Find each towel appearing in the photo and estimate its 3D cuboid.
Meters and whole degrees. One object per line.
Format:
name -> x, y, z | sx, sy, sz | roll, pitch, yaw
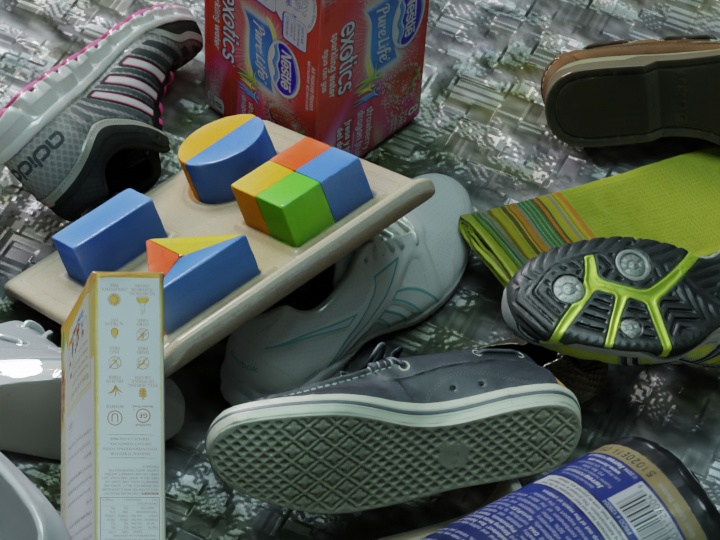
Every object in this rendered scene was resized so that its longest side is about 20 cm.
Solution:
towel -> 0.158, -0.026, 1.547 | 0.200, 0.018, 0.086 | -17, 52, -31

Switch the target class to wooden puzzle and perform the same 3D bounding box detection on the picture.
wooden puzzle -> -0.084, -0.026, 1.451 | 0.185, 0.046, 0.200 | -35, 27, -22

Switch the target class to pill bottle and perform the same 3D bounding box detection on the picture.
pill bottle -> 0.073, 0.166, 1.268 | 0.200, 0.112, 0.112 | -24, 55, -23

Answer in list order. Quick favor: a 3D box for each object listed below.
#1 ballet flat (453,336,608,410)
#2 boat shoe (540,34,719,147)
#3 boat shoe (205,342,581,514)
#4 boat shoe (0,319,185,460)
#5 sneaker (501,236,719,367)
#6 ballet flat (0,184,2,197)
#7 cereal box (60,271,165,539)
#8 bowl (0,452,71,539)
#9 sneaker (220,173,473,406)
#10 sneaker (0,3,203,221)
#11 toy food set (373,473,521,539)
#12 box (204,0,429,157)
ballet flat -> 0.045, 0.068, 1.454 | 0.200, 0.046, 0.067 | -14, 50, -17
boat shoe -> 0.208, -0.113, 1.609 | 0.200, 0.072, 0.068 | 4, 25, 0
boat shoe -> 0.014, 0.078, 1.385 | 0.200, 0.075, 0.062 | -6, 39, -17
boat shoe -> -0.193, 0.058, 1.435 | 0.200, 0.072, 0.069 | -3, 48, 5
sneaker -> 0.167, 0.028, 1.463 | 0.200, 0.076, 0.076 | 0, 60, -22
ballet flat -> -0.245, -0.052, 1.520 | 0.071, 0.069, 0.200 | -26, 51, -6
cereal box -> -0.119, 0.111, 1.285 | 0.039, 0.144, 0.200 | 1, 79, -13
bowl -> -0.234, 0.154, 1.288 | 0.200, 0.075, 0.200 | 35, 97, 29
sneaker -> 0.000, 0.000, 1.490 | 0.070, 0.080, 0.200 | 30, 51, 23
sneaker -> -0.142, -0.088, 1.562 | 0.088, 0.074, 0.200 | 53, 35, -5
toy food set -> 0.011, 0.181, 1.341 | 0.200, 0.060, 0.144 | -13, 51, -16
box -> -0.025, -0.160, 1.548 | 0.095, 0.200, 0.100 | -36, 60, -28
